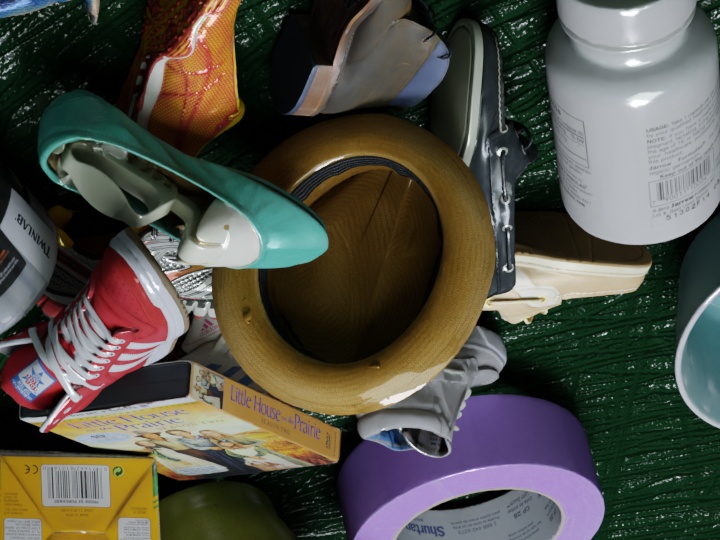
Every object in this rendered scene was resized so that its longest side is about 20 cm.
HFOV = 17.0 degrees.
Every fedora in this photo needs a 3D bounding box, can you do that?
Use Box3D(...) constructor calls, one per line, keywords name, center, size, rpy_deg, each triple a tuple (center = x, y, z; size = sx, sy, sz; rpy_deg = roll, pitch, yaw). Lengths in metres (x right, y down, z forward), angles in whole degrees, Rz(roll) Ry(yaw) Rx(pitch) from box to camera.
Box3D(name="fedora", center=(0.000, 0.000, 1.596), size=(0.200, 0.201, 0.082), rpy_deg=(-22, 166, 7))

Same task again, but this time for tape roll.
Box3D(name="tape roll", center=(0.085, 0.177, 1.861), size=(0.199, 0.066, 0.200), rpy_deg=(-9, 145, -6))

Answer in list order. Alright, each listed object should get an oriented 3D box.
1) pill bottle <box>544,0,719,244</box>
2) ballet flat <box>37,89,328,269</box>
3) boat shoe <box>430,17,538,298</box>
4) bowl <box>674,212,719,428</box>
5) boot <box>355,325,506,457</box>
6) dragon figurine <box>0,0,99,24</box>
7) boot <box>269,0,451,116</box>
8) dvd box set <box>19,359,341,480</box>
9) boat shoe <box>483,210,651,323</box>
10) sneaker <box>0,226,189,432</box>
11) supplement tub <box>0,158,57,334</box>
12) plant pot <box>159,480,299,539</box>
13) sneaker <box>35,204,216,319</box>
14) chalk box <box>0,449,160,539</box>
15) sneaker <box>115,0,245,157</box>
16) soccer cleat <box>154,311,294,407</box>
Box3D(name="pill bottle", center=(0.180, -0.124, 1.590), size=(0.114, 0.115, 0.200), rpy_deg=(-14, 135, -2))
Box3D(name="ballet flat", center=(-0.118, -0.041, 1.523), size=(0.199, 0.071, 0.067), rpy_deg=(28, 136, -6))
Box3D(name="boat shoe", center=(0.087, -0.071, 1.621), size=(0.066, 0.074, 0.200), rpy_deg=(-3, 105, -18))
Box3D(name="bowl", center=(0.312, 0.016, 1.765), size=(0.200, 0.105, 0.201), rpy_deg=(-8, 134, -8))
Box3D(name="boot", center=(0.048, 0.090, 1.730), size=(0.073, 0.096, 0.200), rpy_deg=(-22, 161, 31))
Box3D(name="dragon figurine", center=(-0.204, -0.203, 1.453), size=(0.099, 0.059, 0.201), rpy_deg=(2, 133, -17))
Box3D(name="boot", center=(0.023, -0.173, 1.542), size=(0.097, 0.075, 0.200), rpy_deg=(4, 142, -31))
Box3D(name="dvd box set", center=(-0.125, 0.109, 1.713), size=(0.146, 0.030, 0.200), rpy_deg=(-9, 159, 28))
Box3D(name="boat shoe", center=(0.106, 0.002, 1.716), size=(0.199, 0.074, 0.069), rpy_deg=(3, 120, -5))
Box3D(name="sneaker", center=(-0.174, 0.041, 1.524), size=(0.112, 0.071, 0.200), rpy_deg=(-30, 169, -14))
Box3D(name="supplement tub", center=(-0.290, -0.050, 1.530), size=(0.122, 0.123, 0.200), rpy_deg=(-27, 134, 11))
Box3D(name="plant pot", center=(-0.095, 0.270, 1.824), size=(0.199, 0.193, 0.201), rpy_deg=(-15, 141, -13))
Box3D(name="sneaker", center=(-0.126, -0.015, 1.639), size=(0.199, 0.078, 0.082), rpy_deg=(-8, 133, -8))
Box3D(name="chalk box", center=(-0.230, 0.224, 1.783), size=(0.124, 0.125, 0.200), rpy_deg=(4, 156, -18))
Box3D(name="sneaker", center=(-0.104, -0.132, 1.545), size=(0.077, 0.073, 0.200), rpy_deg=(6, 142, -19))
Box3D(name="soccer cleat", center=(-0.087, 0.056, 1.715), size=(0.199, 0.070, 0.086), rpy_deg=(-4, 149, -9))
